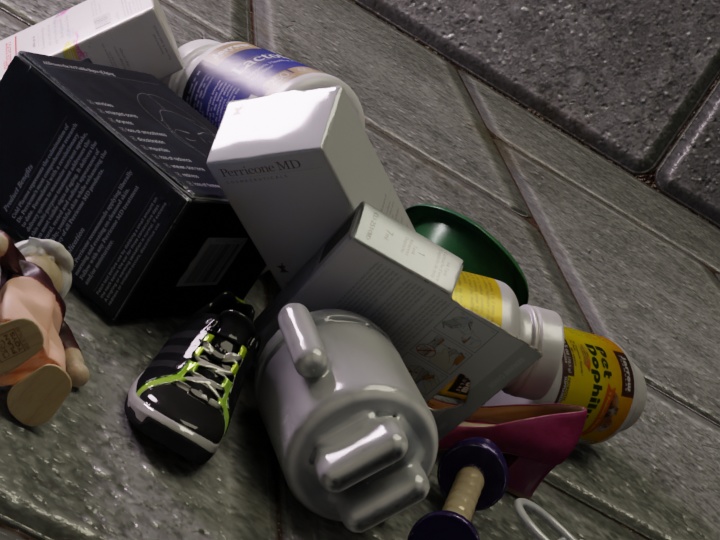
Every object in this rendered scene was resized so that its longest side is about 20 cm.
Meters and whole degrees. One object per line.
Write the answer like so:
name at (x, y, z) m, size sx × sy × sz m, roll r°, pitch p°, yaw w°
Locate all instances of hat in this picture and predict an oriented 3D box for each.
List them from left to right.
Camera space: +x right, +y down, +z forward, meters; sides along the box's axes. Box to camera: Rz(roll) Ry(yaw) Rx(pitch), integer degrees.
hat at (0.064, 0.047, 1.700) m, size 0.165 × 0.176 × 0.200 m, roll 34°, pitch -22°, yaw 10°

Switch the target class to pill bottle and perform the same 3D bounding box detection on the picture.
pill bottle at (-0.096, -0.142, 1.494) m, size 0.115 × 0.116 × 0.200 m, roll 19°, pitch 6°, yaw -42°
pill bottle at (0.072, 0.053, 1.443) m, size 0.199 × 0.112 × 0.111 m, roll 13°, pitch 21°, yaw -16°
pill bottle at (0.195, 0.110, 1.598) m, size 0.199 × 0.110 × 0.109 m, roll 14°, pitch 24°, yaw -50°

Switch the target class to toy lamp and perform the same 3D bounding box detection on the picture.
toy lamp at (0.078, 0.173, 1.246) m, size 0.058 × 0.058 × 0.200 m, roll 34°, pitch 17°, yaw 1°

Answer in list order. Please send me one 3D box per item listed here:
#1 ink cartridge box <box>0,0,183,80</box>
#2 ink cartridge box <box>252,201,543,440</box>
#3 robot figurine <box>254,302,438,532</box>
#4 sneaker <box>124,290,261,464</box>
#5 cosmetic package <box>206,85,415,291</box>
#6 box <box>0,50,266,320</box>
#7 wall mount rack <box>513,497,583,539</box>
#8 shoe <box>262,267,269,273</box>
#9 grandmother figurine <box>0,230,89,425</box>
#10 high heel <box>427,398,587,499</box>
ink cartridge box at (-0.270, -0.188, 1.517) m, size 0.117 × 0.199 × 0.068 m, roll -114°, pitch 180°, yaw -62°
ink cartridge box at (0.024, 0.052, 1.285) m, size 0.173 × 0.200 × 0.044 m, roll 30°, pitch 50°, yaw -13°
robot figurine at (-0.013, 0.102, 1.194) m, size 0.200 × 0.112 × 0.170 m, roll -119°, pitch -174°, yaw -59°
sneaker at (-0.112, 0.063, 1.167) m, size 0.071 × 0.083 × 0.200 m, roll 30°, pitch 16°, yaw -9°
cosmetic package at (-0.029, -0.044, 1.288) m, size 0.201 × 0.101 × 0.072 m, roll 61°, pitch 34°, yaw -41°
box at (-0.184, -0.067, 1.339) m, size 0.196 × 0.124 × 0.200 m, roll 41°, pitch 16°, yaw 19°
wall mount rack at (0.155, 0.255, 1.147) m, size 0.200 × 0.075 × 0.174 m, roll 43°, pitch 14°, yaw 15°
shoe at (-0.087, -0.039, 1.605) m, size 0.069 × 0.054 × 0.200 m, roll 13°, pitch 11°, yaw 3°
grandmother figurine at (-0.224, 0.025, 1.106) m, size 0.200 × 0.060 × 0.122 m, roll -113°, pitch -177°, yaw -71°
high heel at (0.094, 0.116, 1.401) m, size 0.199 × 0.096 × 0.067 m, roll 31°, pitch 16°, yaw -12°
